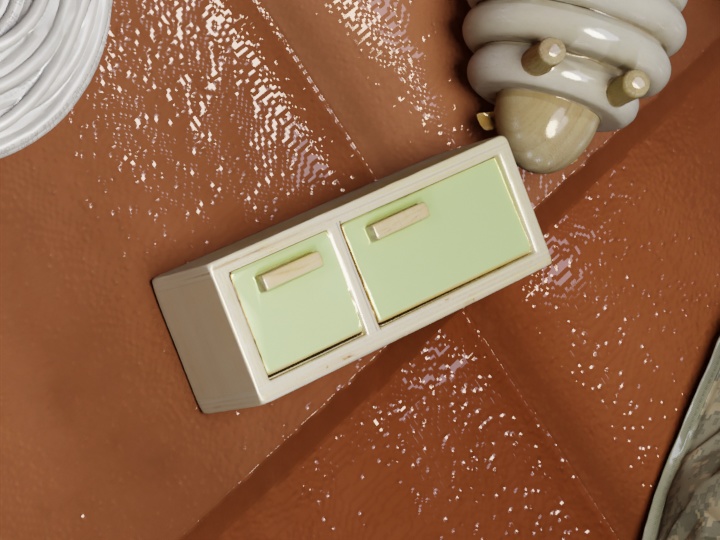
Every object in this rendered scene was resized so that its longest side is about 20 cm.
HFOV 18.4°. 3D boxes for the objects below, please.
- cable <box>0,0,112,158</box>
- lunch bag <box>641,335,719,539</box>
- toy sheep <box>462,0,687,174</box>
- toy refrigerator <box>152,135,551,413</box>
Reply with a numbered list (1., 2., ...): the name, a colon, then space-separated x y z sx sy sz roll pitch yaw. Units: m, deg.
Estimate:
1. cable: -0.210 -0.145 1.037 0.199 0.069 0.201 7 79 -31
2. lunch bag: 0.267 0.127 1.278 0.164 0.117 0.201 33 61 -25
3. toy sheep: 0.119 -0.148 1.212 0.138 0.138 0.201 24 79 -28
4. toy refrigerator: 0.000 0.000 1.149 0.199 0.070 0.076 -24 96 -33
